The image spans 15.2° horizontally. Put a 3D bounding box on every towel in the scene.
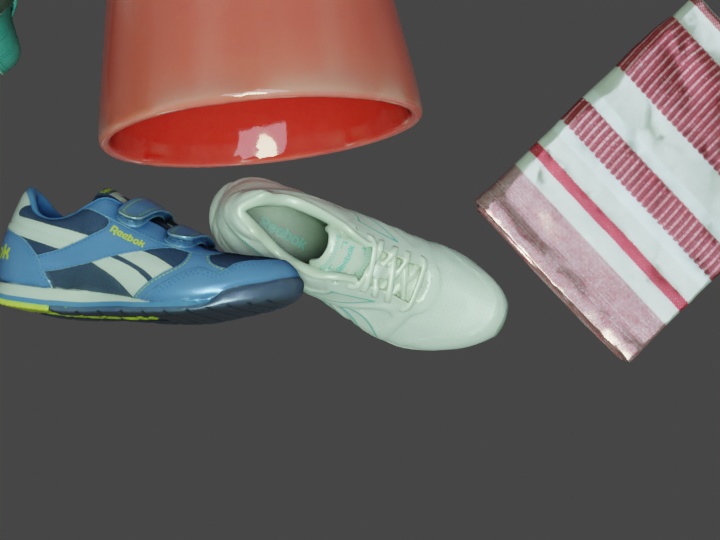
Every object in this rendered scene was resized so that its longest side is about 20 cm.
[{"bbox_3d":[0.191,-0.059,1.731,0.200,0.023,0.144,-44,93,-5],"label":"towel"}]

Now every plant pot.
[{"bbox_3d":[-0.068,-0.168,1.626,0.200,0.200,0.178,-5,82,-6],"label":"plant pot"}]

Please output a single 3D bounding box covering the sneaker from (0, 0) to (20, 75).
[{"bbox_3d":[-0.233,-0.221,1.659,0.080,0.071,0.201,-17,92,-1],"label":"sneaker"}]

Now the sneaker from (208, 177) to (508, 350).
[{"bbox_3d":[0.000,0.000,1.685,0.200,0.080,0.071,21,87,-7],"label":"sneaker"}]

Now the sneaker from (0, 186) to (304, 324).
[{"bbox_3d":[-0.132,-0.009,1.655,0.199,0.074,0.083,3,82,13],"label":"sneaker"}]
